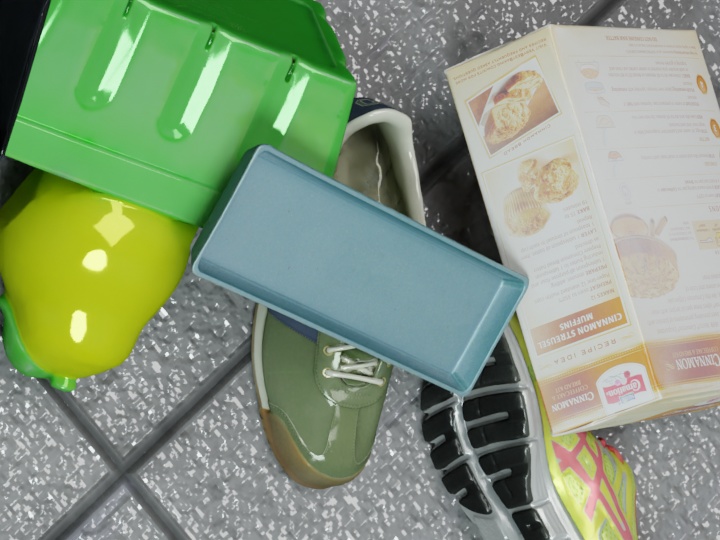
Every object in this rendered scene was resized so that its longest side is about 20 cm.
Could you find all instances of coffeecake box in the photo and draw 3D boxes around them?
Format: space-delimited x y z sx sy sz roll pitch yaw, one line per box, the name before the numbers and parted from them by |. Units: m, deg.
coffeecake box | 0.140 -0.023 1.570 0.153 0.073 0.201 -4 75 -54

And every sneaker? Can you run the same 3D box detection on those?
sneaker | 0.099 0.104 1.570 0.090 0.078 0.201 -21 93 -42
sneaker | -0.006 0.007 1.515 0.067 0.090 0.201 8 77 -28

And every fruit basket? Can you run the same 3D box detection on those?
fruit basket | -0.120 -0.052 1.460 0.215 0.156 0.216 -6 122 -10

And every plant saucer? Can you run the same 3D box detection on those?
plant saucer | 0.000 0.000 1.456 0.200 0.019 0.070 26 95 -41

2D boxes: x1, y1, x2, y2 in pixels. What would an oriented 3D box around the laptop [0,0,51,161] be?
laptop | -0.165 -0.154 1.388 0.200 0.177 0.104 -36 132 -37
